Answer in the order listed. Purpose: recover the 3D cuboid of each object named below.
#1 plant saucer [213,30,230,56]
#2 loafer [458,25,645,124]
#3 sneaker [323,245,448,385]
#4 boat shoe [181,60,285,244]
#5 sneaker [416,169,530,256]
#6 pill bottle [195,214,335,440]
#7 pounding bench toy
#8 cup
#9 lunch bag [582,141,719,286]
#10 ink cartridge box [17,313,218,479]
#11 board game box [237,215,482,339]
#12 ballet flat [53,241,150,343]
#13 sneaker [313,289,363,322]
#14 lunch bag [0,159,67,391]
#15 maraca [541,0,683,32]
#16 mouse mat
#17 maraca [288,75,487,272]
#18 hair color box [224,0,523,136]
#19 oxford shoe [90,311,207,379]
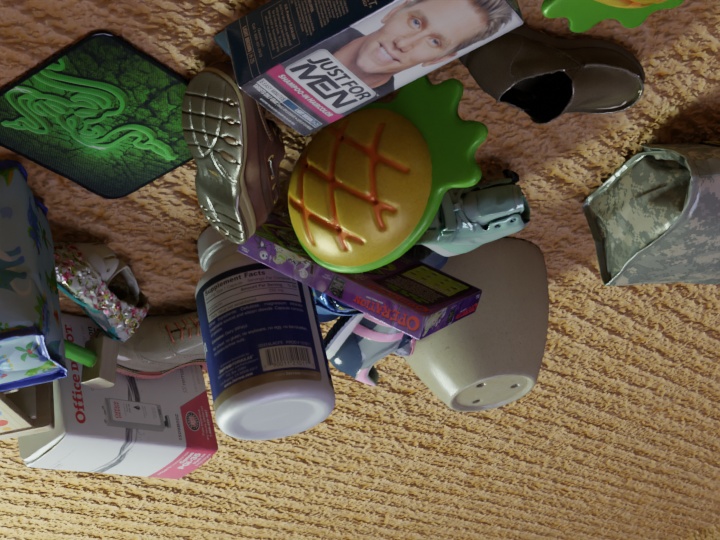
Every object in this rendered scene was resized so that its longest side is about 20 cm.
[{"bbox_3d":[-0.014,-0.203,1.059,0.199,0.019,0.070,-23,152,19],"label":"plant saucer"},{"bbox_3d":[0.170,-0.160,1.177,0.199,0.068,0.076,4,149,-33],"label":"loafer"},{"bbox_3d":[0.043,0.045,1.468,0.082,0.070,0.200,39,121,-9],"label":"sneaker"},{"bbox_3d":[-0.102,-0.107,1.149,0.068,0.072,0.200,-43,155,-26],"label":"boat shoe"},{"bbox_3d":[0.089,-0.068,1.309,0.118,0.074,0.200,-21,164,28],"label":"sneaker"},{"bbox_3d":[-0.097,0.052,1.314,0.115,0.201,0.116,-10,153,-5],"label":"pill bottle"},{"bbox_3d":[-0.346,0.075,1.302,0.199,0.125,0.156,-11,154,4],"label":"pounding bench toy"},{"bbox_3d":[0.131,0.074,1.536,0.199,0.144,0.200,-12,153,-6],"label":"cup"},{"bbox_3d":[0.349,-0.070,1.390,0.163,0.118,0.200,-1,156,-23],"label":"lunch bag"},{"bbox_3d":[-0.264,0.137,1.458,0.200,0.147,0.083,14,142,-44],"label":"ink cartridge box"},{"bbox_3d":[0.000,0.000,1.256,0.120,0.199,0.032,-13,125,-61],"label":"board game box"},{"bbox_3d":[-0.257,0.008,1.318,0.064,0.076,0.200,-44,159,-8],"label":"ballet flat"},{"bbox_3d":[-0.026,0.017,1.414,0.074,0.083,0.200,-8,156,-15],"label":"sneaker"},{"bbox_3d":[-0.362,0.016,1.143,0.199,0.171,0.128,-12,154,-1],"label":"lunch bag"},{"bbox_3d":[0.199,-0.239,0.991,0.136,0.107,0.200,-3,153,-6],"label":"maraca"},{"bbox_3d":[-0.208,-0.122,1.133,0.161,0.008,0.200,-26,150,23],"label":"mouse mat"},{"bbox_3d":[0.019,-0.083,1.166,0.200,0.137,0.107,-36,162,24],"label":"maraca"},{"bbox_3d":[0.009,-0.184,1.020,0.199,0.061,0.100,-26,151,21],"label":"hair color box"},{"bbox_3d":[-0.193,0.067,1.454,0.199,0.071,0.074,-3,149,-43],"label":"oxford shoe"}]
